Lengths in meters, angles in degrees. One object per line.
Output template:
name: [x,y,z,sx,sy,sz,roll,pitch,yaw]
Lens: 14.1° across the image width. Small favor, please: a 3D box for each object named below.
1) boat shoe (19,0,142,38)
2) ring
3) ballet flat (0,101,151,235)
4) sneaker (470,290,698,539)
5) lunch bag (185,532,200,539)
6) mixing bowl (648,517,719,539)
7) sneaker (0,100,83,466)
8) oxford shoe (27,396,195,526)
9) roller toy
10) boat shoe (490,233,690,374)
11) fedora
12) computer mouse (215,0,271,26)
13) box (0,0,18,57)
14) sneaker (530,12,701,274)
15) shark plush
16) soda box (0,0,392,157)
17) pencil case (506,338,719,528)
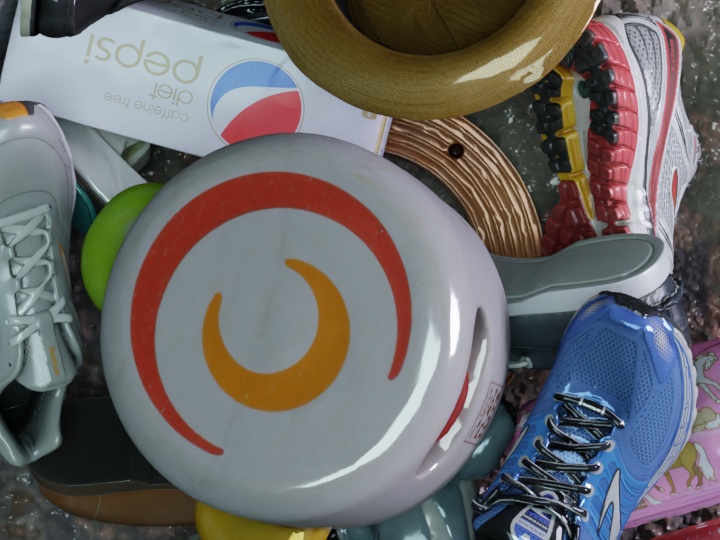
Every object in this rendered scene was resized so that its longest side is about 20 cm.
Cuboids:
boat shoe: [-0.120,-0.169,1.462,0.063,0.202,0.074,18,120,6]
ring: [0.000,0.000,1.562,0.200,0.019,0.201,0,97,3]
ballet flat: [-0.119,-0.037,1.539,0.200,0.069,0.069,43,98,16]
sneaker: [0.104,0.105,1.418,0.078,0.089,0.201,23,114,15]
lunch bag: [-0.065,0.231,1.534,0.164,0.118,0.200,46,131,-11]
mixing bowl: [0.197,0.182,1.495,0.199,0.200,0.109,-16,80,5]
sneaker: [-0.168,0.010,1.480,0.075,0.092,0.201,-14,129,-23]
oxford shoe: [-0.075,0.107,1.558,0.199,0.071,0.072,3,58,7]
roller toy: [-0.022,0.035,1.410,0.182,0.140,0.201,-23,78,10]
boat shoe: [0.074,0.027,1.491,0.199,0.076,0.060,-3,119,39]
fedora: [0.047,-0.154,1.470,0.200,0.082,0.201,-9,64,18]
computer mouse: [0.014,-0.149,1.536,0.199,0.034,0.059,-19,96,6]
box: [-0.217,-0.180,1.488,0.106,0.152,0.200,29,97,1]
sneaker: [0.146,-0.038,1.516,0.078,0.082,0.201,21,123,44]
shark plush: [0.009,0.139,1.479,0.083,0.091,0.201,17,80,-23]
soda box: [-0.082,-0.098,1.512,0.199,0.064,0.068,15,104,2]
pencil case: [0.175,0.082,1.477,0.199,0.083,0.087,-20,96,27]
